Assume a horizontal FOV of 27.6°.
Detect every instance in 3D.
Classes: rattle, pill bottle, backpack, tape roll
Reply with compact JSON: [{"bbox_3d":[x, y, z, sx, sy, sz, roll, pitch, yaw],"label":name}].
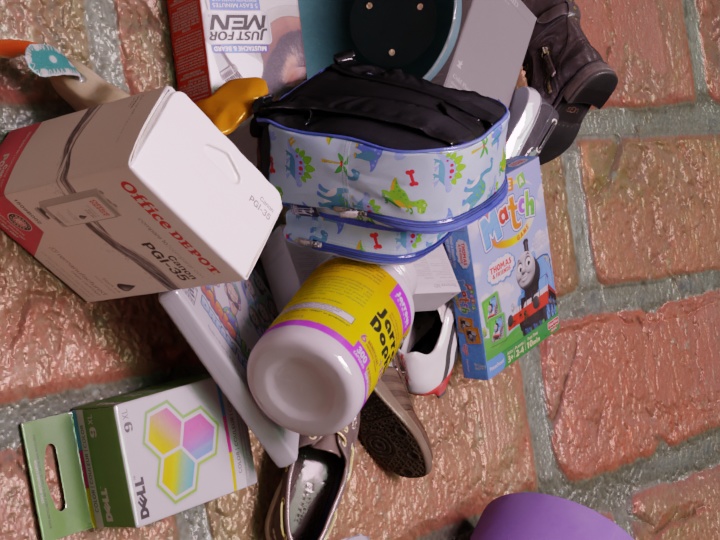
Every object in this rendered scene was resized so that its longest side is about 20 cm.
[{"bbox_3d":[-0.185,-0.165,1.222,0.143,0.130,0.200,-44,111,2],"label":"rattle"},{"bbox_3d":[-0.016,0.051,1.287,0.104,0.104,0.200,64,32,-20],"label":"pill bottle"},{"bbox_3d":[0.028,-0.094,1.295,0.183,0.200,0.147,-39,134,-50],"label":"backpack"},{"bbox_3d":[0.205,0.331,1.554,0.200,0.200,0.085,56,48,-27],"label":"tape roll"}]

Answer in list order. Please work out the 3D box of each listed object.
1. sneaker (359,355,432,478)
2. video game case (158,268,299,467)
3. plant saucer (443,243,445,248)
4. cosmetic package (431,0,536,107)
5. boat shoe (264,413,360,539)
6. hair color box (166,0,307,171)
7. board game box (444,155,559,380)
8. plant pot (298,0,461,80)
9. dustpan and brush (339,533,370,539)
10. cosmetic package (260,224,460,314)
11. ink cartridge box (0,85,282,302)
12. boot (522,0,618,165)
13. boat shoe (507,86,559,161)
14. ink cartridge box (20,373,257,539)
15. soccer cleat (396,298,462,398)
[{"bbox_3d":[0.027,0.120,1.481,0.200,0.070,0.076,59,43,-26],"label":"sneaker"},{"bbox_3d":[-0.108,0.049,1.309,0.200,0.024,0.182,58,17,-26],"label":"video game case"},{"bbox_3d":[0.053,-0.097,1.517,0.200,0.032,0.200,-19,124,-31],"label":"plant saucer"},{"bbox_3d":[0.114,-0.228,1.623,0.107,0.090,0.200,38,60,-36],"label":"cosmetic package"},{"bbox_3d":[-0.038,0.171,1.376,0.072,0.060,0.200,19,80,-17],"label":"boat shoe"},{"bbox_3d":[-0.110,-0.181,1.363,0.111,0.064,0.200,-7,91,-37],"label":"hair color box"},{"bbox_3d":[0.150,-0.005,1.553,0.151,0.037,0.200,-29,116,-47],"label":"board game box"},{"bbox_3d":[0.015,-0.255,1.454,0.135,0.200,0.200,-6,89,-71],"label":"plant pot"},{"bbox_3d":[-0.049,0.337,1.369,0.200,0.057,0.140,-7,65,-47],"label":"dustpan and brush"},{"bbox_3d":[0.000,0.000,1.443,0.200,0.051,0.083,-2,62,-40],"label":"cosmetic package"},{"bbox_3d":[-0.186,-0.055,1.165,0.147,0.200,0.083,46,52,-34],"label":"ink cartridge box"},{"bbox_3d":[0.207,-0.233,1.714,0.069,0.200,0.174,14,42,-43],"label":"boot"},{"bbox_3d":[0.159,-0.104,1.625,0.066,0.070,0.200,28,84,-28],"label":"boat shoe"},{"bbox_3d":[-0.182,0.156,1.244,0.200,0.059,0.104,-12,93,-49],"label":"ink cartridge box"},{"bbox_3d":[0.090,0.043,1.558,0.200,0.069,0.085,-61,145,-33],"label":"soccer cleat"}]
